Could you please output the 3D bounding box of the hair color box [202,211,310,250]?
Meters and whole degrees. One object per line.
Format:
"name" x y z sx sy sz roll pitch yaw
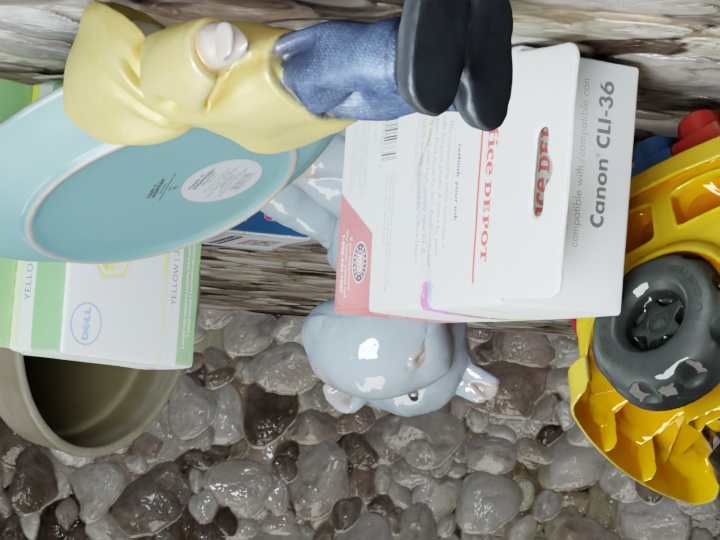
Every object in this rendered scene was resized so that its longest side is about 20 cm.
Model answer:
"hair color box" -0.136 -0.053 1.430 0.200 0.061 0.100 6 176 -17

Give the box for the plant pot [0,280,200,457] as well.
"plant pot" -0.237 0.017 1.629 0.173 0.200 0.200 8 178 31

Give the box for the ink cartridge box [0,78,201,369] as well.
"ink cartridge box" -0.163 -0.028 1.224 0.048 0.146 0.200 1 174 37

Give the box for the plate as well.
"plate" -0.098 -0.045 1.130 0.200 0.026 0.200 -17 157 -7

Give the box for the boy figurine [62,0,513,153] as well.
"boy figurine" -0.035 -0.081 0.948 0.200 0.065 0.124 2 175 38

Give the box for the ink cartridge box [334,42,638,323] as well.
"ink cartridge box" 0.065 -0.036 1.084 0.067 0.117 0.200 6 176 -27

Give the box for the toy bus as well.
"toy bus" 0.196 -0.012 1.104 0.200 0.192 0.136 -28 136 26

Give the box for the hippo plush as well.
"hippo plush" 0.000 0.000 1.326 0.159 0.161 0.200 3 175 16

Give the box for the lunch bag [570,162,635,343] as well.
"lunch bag" 0.208 0.005 1.331 0.176 0.082 0.200 -7 148 14
